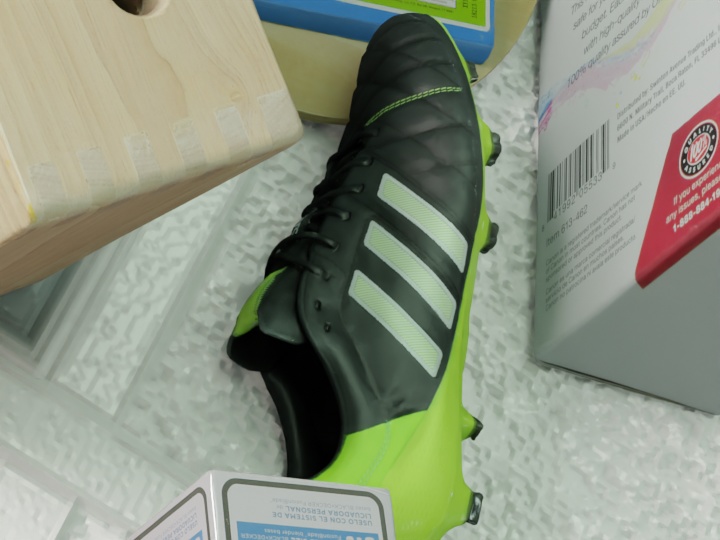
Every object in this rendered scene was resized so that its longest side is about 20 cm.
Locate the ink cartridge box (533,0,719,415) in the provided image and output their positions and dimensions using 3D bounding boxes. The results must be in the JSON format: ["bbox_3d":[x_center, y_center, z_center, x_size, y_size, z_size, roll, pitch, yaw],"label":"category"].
[{"bbox_3d":[0.132,-0.074,0.999,0.082,0.146,0.201,17,57,-22],"label":"ink cartridge box"}]

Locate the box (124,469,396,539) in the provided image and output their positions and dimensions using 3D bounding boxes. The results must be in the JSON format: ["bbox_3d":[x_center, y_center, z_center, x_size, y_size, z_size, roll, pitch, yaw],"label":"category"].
[{"bbox_3d":[-0.033,0.171,0.790,0.060,0.117,0.201,9,61,-30],"label":"box"}]

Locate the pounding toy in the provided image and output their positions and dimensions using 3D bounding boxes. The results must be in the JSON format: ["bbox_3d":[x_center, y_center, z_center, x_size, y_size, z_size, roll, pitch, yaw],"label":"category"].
[{"bbox_3d":[-0.109,-0.105,0.832,0.142,0.184,0.201,-19,87,-40],"label":"pounding toy"}]

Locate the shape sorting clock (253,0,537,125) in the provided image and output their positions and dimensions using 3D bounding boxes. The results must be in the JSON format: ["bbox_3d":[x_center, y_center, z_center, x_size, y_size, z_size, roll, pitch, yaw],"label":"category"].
[{"bbox_3d":[-0.019,-0.147,1.022,0.199,0.039,0.201,8,73,-26],"label":"shape sorting clock"}]

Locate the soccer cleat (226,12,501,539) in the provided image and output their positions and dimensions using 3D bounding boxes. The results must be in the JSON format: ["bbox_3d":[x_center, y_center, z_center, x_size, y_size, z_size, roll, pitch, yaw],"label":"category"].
[{"bbox_3d":[0.000,0.000,0.933,0.081,0.068,0.201,12,65,-21],"label":"soccer cleat"}]
